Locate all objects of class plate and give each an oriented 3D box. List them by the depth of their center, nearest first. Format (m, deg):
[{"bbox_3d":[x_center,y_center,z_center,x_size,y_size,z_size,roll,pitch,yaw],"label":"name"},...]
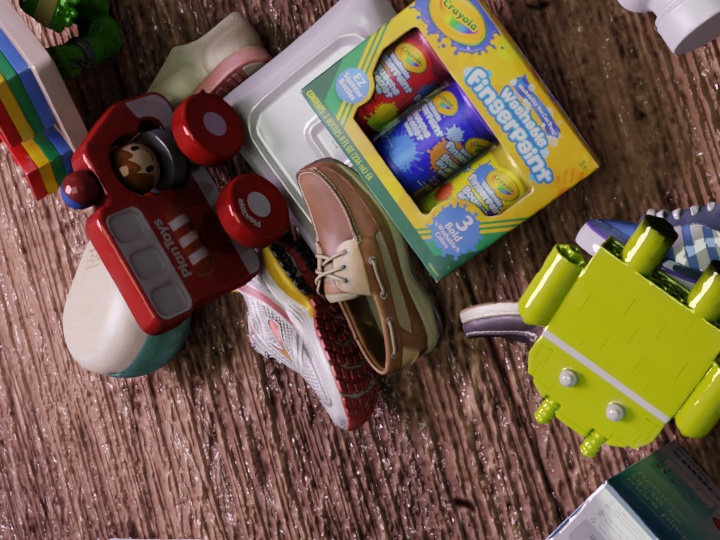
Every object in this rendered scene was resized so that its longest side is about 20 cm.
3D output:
[{"bbox_3d":[-0.011,-0.120,1.342,0.200,0.032,0.200,-37,88,21],"label":"plate"}]

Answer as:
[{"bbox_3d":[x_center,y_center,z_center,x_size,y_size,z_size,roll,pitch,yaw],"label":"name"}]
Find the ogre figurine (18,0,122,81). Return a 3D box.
[{"bbox_3d":[-0.287,-0.274,1.441,0.098,0.120,0.200,-44,76,17],"label":"ogre figurine"}]

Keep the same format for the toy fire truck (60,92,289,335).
[{"bbox_3d":[-0.172,-0.057,1.317,0.112,0.168,0.200,-33,86,42],"label":"toy fire truck"}]

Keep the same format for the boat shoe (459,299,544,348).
[{"bbox_3d":[0.178,0.057,1.259,0.199,0.072,0.065,0,88,20],"label":"boat shoe"}]

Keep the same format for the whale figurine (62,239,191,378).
[{"bbox_3d":[-0.212,0.006,1.443,0.159,0.104,0.201,-19,60,48],"label":"whale figurine"}]

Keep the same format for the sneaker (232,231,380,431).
[{"bbox_3d":[-0.051,0.062,1.376,0.082,0.078,0.200,-42,66,26],"label":"sneaker"}]

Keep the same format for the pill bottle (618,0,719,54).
[{"bbox_3d":[0.231,-0.276,1.191,0.112,0.112,0.200,-35,79,24],"label":"pill bottle"}]

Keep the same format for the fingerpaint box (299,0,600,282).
[{"bbox_3d":[0.076,-0.120,1.260,0.167,0.073,0.200,-35,91,13],"label":"fingerpaint box"}]

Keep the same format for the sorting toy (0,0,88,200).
[{"bbox_3d":[-0.318,-0.159,1.390,0.069,0.199,0.200,-32,51,-12],"label":"sorting toy"}]

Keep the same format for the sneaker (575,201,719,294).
[{"bbox_3d":[0.287,-0.044,1.199,0.200,0.081,0.147,26,98,25],"label":"sneaker"}]

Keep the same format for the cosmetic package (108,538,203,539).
[{"bbox_3d":[-0.234,0.369,1.406,0.123,0.200,0.200,-5,91,26],"label":"cosmetic package"}]

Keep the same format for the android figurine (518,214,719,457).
[{"bbox_3d":[0.209,0.059,1.186,0.182,0.041,0.200,37,118,10],"label":"android figurine"}]

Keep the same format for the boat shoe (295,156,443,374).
[{"bbox_3d":[0.000,0.000,1.300,0.076,0.074,0.200,-11,113,55],"label":"boat shoe"}]

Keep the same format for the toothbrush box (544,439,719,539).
[{"bbox_3d":[0.240,0.225,1.165,0.146,0.200,0.085,48,110,17],"label":"toothbrush box"}]

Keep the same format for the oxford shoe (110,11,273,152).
[{"bbox_3d":[-0.168,-0.166,1.426,0.200,0.071,0.074,-32,64,18],"label":"oxford shoe"}]
